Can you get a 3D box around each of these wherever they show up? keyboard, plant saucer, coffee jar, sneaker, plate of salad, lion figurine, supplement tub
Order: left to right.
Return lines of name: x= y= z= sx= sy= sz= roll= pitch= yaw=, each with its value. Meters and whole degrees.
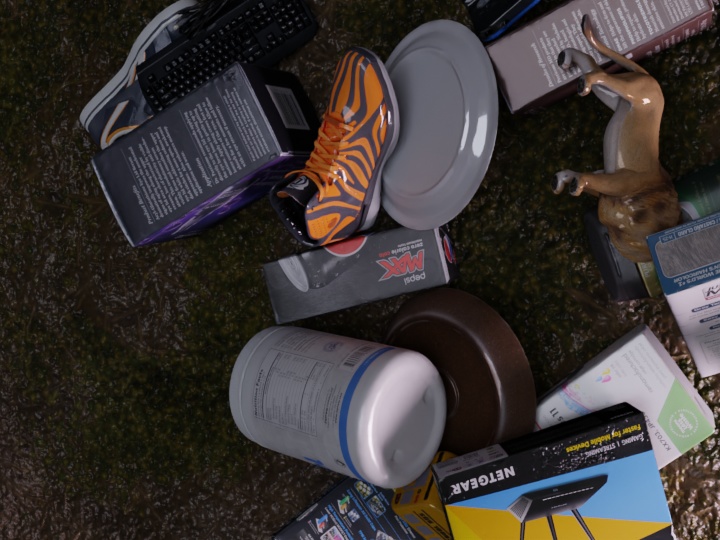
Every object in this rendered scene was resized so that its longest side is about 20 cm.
sneaker: x=-0.224 y=-0.202 z=1.090 sx=0.200 sy=0.078 sz=0.080 roll=-44 pitch=78 yaw=26
keyboard: x=-0.146 y=-0.236 z=1.030 sx=0.198 sy=0.040 sz=0.105 roll=-34 pitch=116 yaw=0
sneaker: x=-0.027 y=-0.108 z=0.952 sx=0.077 sy=0.111 sz=0.203 roll=29 pitch=130 yaw=35
supplement tub: x=-0.024 y=0.132 z=0.993 sx=0.198 sy=0.130 sz=0.135 roll=7 pitch=99 yaw=45
plate of salad: x=0.072 y=-0.141 z=0.971 sx=0.198 sy=0.047 sz=0.205 roll=-7 pitch=82 yaw=53
plant saucer: x=0.085 y=0.121 z=1.000 sx=0.198 sy=0.034 sz=0.205 roll=13 pitch=110 yaw=41
lion figurine: x=0.231 y=-0.111 z=0.855 sx=0.120 sy=0.072 sz=0.205 roll=6 pitch=91 yaw=-16
coffee jar: x=0.312 y=-0.045 z=0.917 sx=0.197 sy=0.085 sz=0.106 roll=-20 pitch=89 yaw=19

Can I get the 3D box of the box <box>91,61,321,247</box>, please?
box: x=-0.153 y=-0.119 z=1.037 sx=0.198 sy=0.148 sz=0.106 roll=-29 pitch=87 yaw=21

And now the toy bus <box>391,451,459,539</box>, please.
toy bus: x=0.127 y=0.267 z=0.990 sx=0.200 sy=0.066 sz=0.078 roll=44 pitch=139 yaw=-20

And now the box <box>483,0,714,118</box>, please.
box: x=0.222 y=-0.219 z=0.922 sx=0.197 sy=0.100 sz=0.076 roll=-24 pitch=88 yaw=20

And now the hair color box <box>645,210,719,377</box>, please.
hair color box: x=0.321 y=0.021 z=0.861 sx=0.098 sy=0.200 sz=0.062 roll=-20 pitch=58 yaw=18

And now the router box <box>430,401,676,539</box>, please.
router box: x=0.179 y=0.224 z=0.906 sx=0.196 sy=0.051 sz=0.152 roll=-17 pitch=95 yaw=-2

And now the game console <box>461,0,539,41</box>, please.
game console: x=0.152 y=-0.339 z=0.929 sx=0.199 sy=0.172 sz=0.118 roll=-39 pitch=110 yaw=19

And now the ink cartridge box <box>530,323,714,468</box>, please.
ink cartridge box: x=0.232 y=0.160 z=0.976 sx=0.199 sy=0.067 sz=0.118 roll=-40 pitch=83 yaw=19

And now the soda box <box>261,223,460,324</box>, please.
soda box: x=0.000 y=0.000 z=1.041 sx=0.196 sy=0.063 sz=0.072 roll=-15 pitch=91 yaw=19

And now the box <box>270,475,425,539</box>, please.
box: x=0.024 y=0.312 z=1.033 sx=0.158 sy=0.046 sz=0.201 roll=-35 pitch=84 yaw=-17
